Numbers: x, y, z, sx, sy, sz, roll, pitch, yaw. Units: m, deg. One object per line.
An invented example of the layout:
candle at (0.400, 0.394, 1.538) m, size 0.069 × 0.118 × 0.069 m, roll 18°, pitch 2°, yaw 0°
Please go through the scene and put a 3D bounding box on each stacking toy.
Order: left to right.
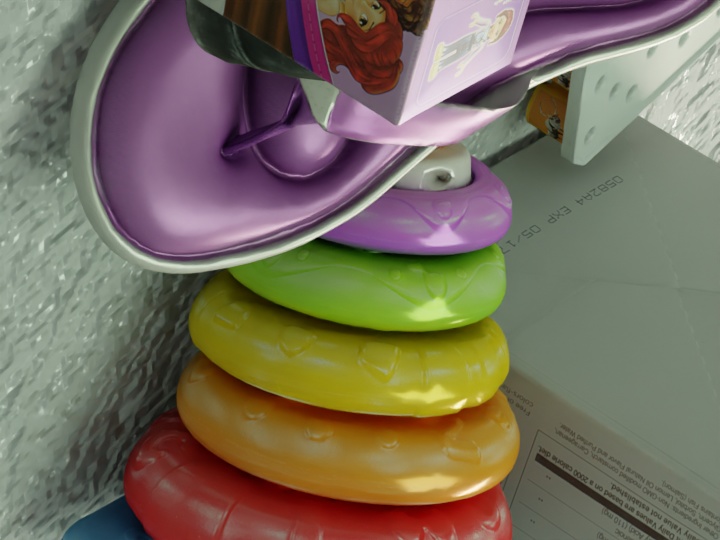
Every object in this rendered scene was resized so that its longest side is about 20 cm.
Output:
stacking toy at (0.000, 0.000, 0.778) m, size 0.110 × 0.116 × 0.201 m, roll -25°, pitch 128°, yaw -61°

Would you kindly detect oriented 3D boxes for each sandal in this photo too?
sandal at (0.019, -0.065, 0.705) m, size 0.202 × 0.050 × 0.083 m, roll -30°, pitch 106°, yaw -26°

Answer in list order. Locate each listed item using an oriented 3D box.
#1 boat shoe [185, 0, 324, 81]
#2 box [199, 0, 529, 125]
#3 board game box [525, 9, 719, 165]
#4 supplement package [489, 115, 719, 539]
boat shoe at (0.009, -0.134, 0.641) m, size 0.072 × 0.071 × 0.201 m, roll 47°, pitch 56°, yaw -53°
box at (-0.013, -0.143, 0.494) m, size 0.039 × 0.137 × 0.201 m, roll -31°, pitch 145°, yaw -46°
board game box at (0.122, -0.157, 0.883) m, size 0.200 × 0.026 × 0.200 m, roll -43°, pitch 153°, yaw -31°
supplement package at (0.072, 0.084, 0.932) m, size 0.152 × 0.150 × 0.201 m, roll -30°, pitch 146°, yaw -47°
